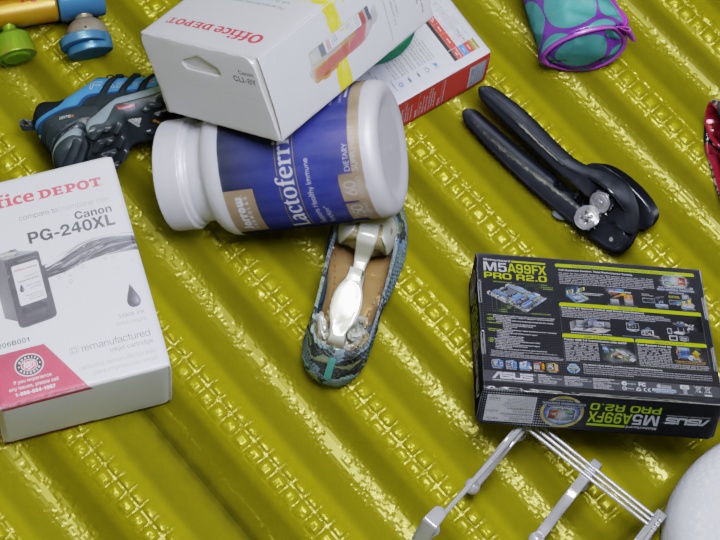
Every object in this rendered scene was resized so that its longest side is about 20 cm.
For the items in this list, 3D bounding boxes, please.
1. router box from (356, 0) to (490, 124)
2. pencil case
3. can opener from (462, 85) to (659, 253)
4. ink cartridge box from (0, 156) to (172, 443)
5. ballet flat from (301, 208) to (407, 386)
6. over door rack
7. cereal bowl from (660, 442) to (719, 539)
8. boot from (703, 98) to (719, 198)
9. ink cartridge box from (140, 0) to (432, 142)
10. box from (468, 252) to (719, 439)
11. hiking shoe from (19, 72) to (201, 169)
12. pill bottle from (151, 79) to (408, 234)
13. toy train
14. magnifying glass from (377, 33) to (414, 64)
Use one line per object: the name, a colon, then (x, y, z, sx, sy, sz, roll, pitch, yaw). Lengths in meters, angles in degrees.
router box: (-0.012, -0.218, 1.737, 0.179, 0.049, 0.201, -30, 71, -17)
pencil case: (0.189, -0.283, 1.766, 0.092, 0.085, 0.202, -17, 65, 18)
can opener: (0.169, -0.088, 1.696, 0.199, 0.079, 0.064, 36, 106, 15)
ink cartridge box: (-0.249, 0.021, 1.583, 0.144, 0.084, 0.201, -14, 67, -12)
ballet flat: (0.000, 0.000, 1.626, 0.074, 0.074, 0.201, 11, 64, 0)
over door rack: (0.139, 0.209, 1.518, 0.147, 0.067, 0.200, 37, 38, 12)
cereal bowl: (0.347, 0.216, 1.549, 0.198, 0.083, 0.202, 2, 66, -4)
boot: (0.386, -0.145, 1.731, 0.149, 0.073, 0.202, -3, 71, -6)
ink cartridge box: (-0.061, -0.202, 1.588, 0.144, 0.084, 0.200, 17, 47, 40)
box: (0.192, 0.061, 1.599, 0.198, 0.044, 0.161, 4, 43, -4)
hiking shoe: (-0.192, -0.150, 1.676, 0.199, 0.075, 0.087, -23, 49, -26)
pill bottle: (-0.067, -0.091, 1.613, 0.198, 0.116, 0.117, -7, 64, 15)
toy train: (-0.321, -0.234, 1.705, 0.198, 0.085, 0.117, -11, 80, -10)
magnifying glass: (-0.038, -0.193, 1.686, 0.199, 0.022, 0.080, -29, 70, -19)
